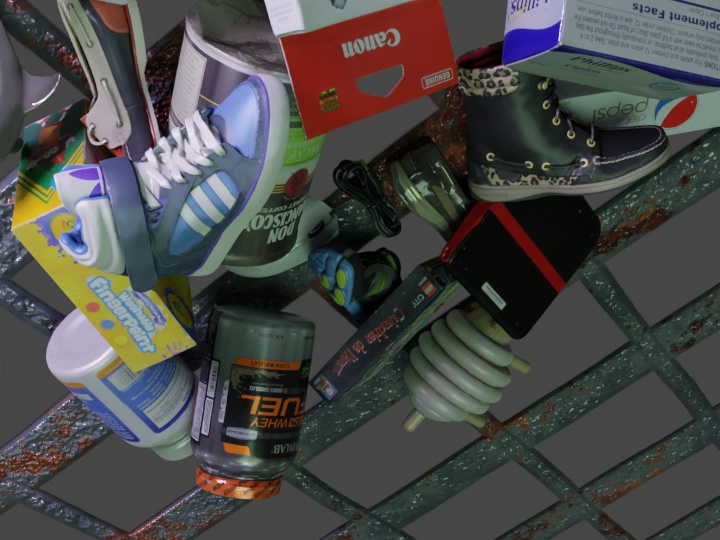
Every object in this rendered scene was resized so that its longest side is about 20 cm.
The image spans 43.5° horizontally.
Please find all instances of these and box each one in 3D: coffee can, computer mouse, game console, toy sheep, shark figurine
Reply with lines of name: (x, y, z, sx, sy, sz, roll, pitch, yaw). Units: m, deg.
coffee can: (-0.106, -0.126, 0.828, 0.146, 0.146, 0.200, 5, 127, -20)
computer mouse: (-0.061, -0.040, 0.981, 0.200, 0.044, 0.110, -27, 132, 7)
game console: (0.186, -0.033, 1.015, 0.177, 0.031, 0.200, -51, 134, -3)
toy sheep: (0.122, 0.124, 1.115, 0.138, 0.138, 0.200, 31, 98, -34)
shark figurine: (-0.299, -0.177, 0.757, 0.089, 0.128, 0.215, -7, 89, 15)

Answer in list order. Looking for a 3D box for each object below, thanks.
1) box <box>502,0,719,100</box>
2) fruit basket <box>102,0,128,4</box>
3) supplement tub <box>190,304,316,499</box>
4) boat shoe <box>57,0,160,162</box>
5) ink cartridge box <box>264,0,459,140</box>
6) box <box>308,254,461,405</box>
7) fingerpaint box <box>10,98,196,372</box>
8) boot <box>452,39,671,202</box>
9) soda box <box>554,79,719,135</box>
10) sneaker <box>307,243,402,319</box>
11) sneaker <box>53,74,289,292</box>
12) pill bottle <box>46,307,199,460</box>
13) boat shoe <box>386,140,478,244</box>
box: (0.231, -0.264, 0.778, 0.184, 0.105, 0.200, 6, 90, -20)
fruit basket: (-0.258, -0.297, 0.641, 0.200, 0.094, 0.186, -2, 97, -32)
supplement tub: (-0.122, 0.145, 1.012, 0.122, 0.122, 0.200, 8, 93, -22)
boat shoe: (-0.217, -0.145, 0.793, 0.062, 0.071, 0.200, -14, 106, -27)
ink cartridge box: (0.014, -0.219, 0.746, 0.200, 0.044, 0.174, -28, 109, -37)
box: (0.040, 0.063, 1.046, 0.200, 0.038, 0.137, -48, 168, 22)
fingerpaint box: (-0.239, -0.031, 0.856, 0.073, 0.167, 0.200, -24, 132, 4)
boot: (0.189, -0.150, 0.867, 0.200, 0.073, 0.151, -7, 124, 18)
soda box: (0.287, -0.180, 0.951, 0.200, 0.064, 0.068, -10, 130, -7)
sneaker: (0.000, 0.000, 0.983, 0.083, 0.071, 0.200, -38, 163, 3)
sneaker: (-0.155, -0.073, 0.696, 0.146, 0.081, 0.200, 5, 131, -38)
pill bottle: (-0.251, 0.129, 1.022, 0.112, 0.112, 0.200, -26, 132, 6)
boat shoe: (0.114, -0.067, 0.989, 0.073, 0.075, 0.200, -39, 129, 17)
